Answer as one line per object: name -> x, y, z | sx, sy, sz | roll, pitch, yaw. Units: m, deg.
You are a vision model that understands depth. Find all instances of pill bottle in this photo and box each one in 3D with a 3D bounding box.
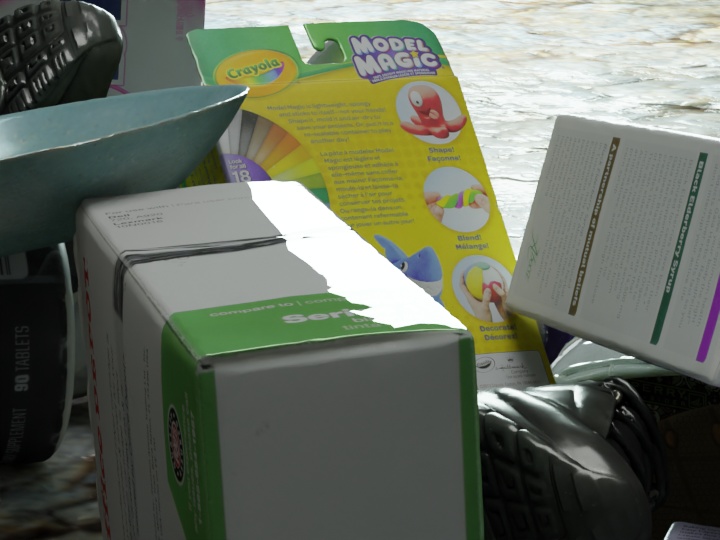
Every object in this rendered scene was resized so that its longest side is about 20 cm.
pill bottle -> -0.216, 0.026, 1.069 | 0.199, 0.107, 0.106 | -2, 15, -18

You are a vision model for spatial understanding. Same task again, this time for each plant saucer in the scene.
plant saucer -> -0.134, -0.029, 0.992 | 0.200, 0.039, 0.201 | -10, 8, 1

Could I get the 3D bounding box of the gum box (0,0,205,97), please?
gum box -> -0.130, -0.064, 1.244 | 0.113, 0.201, 0.066 | 2, 13, -9

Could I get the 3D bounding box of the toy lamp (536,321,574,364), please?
toy lamp -> 0.033, 0.033, 1.198 | 0.199, 0.059, 0.058 | -9, 18, -31

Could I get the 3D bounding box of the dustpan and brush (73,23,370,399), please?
dustpan and brush -> -0.048, -0.026, 1.162 | 0.200, 0.057, 0.139 | -40, -15, 36

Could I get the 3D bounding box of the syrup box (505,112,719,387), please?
syrup box -> 0.126, -0.002, 0.970 | 0.078, 0.082, 0.200 | 15, 3, -18

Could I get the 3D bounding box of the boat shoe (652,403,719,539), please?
boat shoe -> 0.194, 0.082, 1.015 | 0.199, 0.073, 0.068 | 0, -3, 0

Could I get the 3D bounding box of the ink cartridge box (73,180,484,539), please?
ink cartridge box -> -0.028, 0.064, 0.861 | 0.084, 0.147, 0.200 | -7, 16, -13

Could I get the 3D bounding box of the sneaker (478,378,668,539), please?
sneaker -> 0.062, 0.064, 0.899 | 0.090, 0.076, 0.200 | -16, 5, -12

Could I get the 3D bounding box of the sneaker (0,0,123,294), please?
sneaker -> -0.141, -0.031, 1.166 | 0.090, 0.200, 0.076 | 18, 39, -26

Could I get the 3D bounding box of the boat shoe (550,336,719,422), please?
boat shoe -> 0.160, 0.064, 1.092 | 0.200, 0.071, 0.071 | 6, 24, 29

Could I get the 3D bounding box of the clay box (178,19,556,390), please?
clay box -> 0.000, 0.000, 1.066 | 0.114, 0.201, 0.048 | -4, -27, -27

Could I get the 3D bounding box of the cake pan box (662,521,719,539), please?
cake pan box -> 0.170, 0.134, 0.827 | 0.199, 0.053, 0.184 | 6, 16, 14
